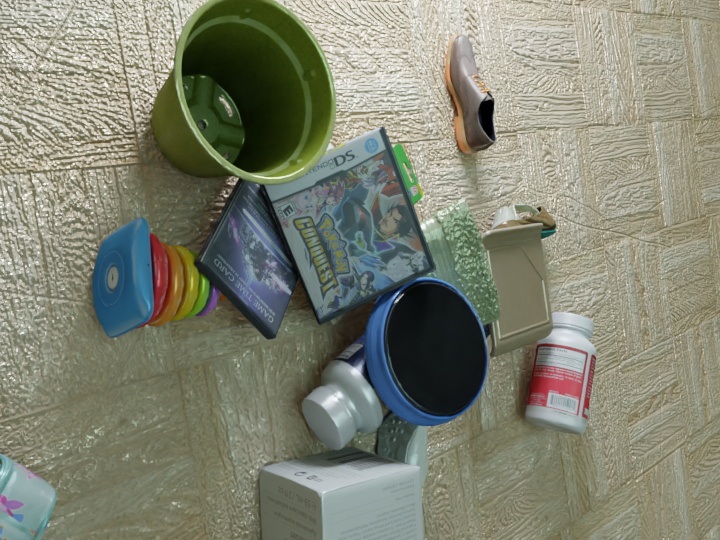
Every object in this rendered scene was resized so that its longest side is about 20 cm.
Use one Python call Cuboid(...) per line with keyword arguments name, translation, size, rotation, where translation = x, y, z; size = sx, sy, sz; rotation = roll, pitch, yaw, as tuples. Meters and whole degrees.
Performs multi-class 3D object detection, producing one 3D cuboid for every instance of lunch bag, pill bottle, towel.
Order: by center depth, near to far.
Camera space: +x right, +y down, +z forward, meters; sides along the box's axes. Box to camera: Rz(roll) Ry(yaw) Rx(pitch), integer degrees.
Cuboid(name="lunch bag", translation=(-0.380, 0.267, 0.589), size=(0.077, 0.158, 0.203), rotation=(48, 56, -29))
Cuboid(name="pill bottle", translation=(0.013, 0.156, 0.924), size=(0.199, 0.110, 0.113), rotation=(-37, 109, -33))
Cuboid(name="towel", translation=(0.132, 0.010, 0.978), size=(0.145, 0.036, 0.205), rotation=(-25, 109, -11))
Cuboid(name="pill bottle", translation=(0.375, 0.189, 1.201), size=(0.110, 0.111, 0.206), rotation=(24, 73, -33))

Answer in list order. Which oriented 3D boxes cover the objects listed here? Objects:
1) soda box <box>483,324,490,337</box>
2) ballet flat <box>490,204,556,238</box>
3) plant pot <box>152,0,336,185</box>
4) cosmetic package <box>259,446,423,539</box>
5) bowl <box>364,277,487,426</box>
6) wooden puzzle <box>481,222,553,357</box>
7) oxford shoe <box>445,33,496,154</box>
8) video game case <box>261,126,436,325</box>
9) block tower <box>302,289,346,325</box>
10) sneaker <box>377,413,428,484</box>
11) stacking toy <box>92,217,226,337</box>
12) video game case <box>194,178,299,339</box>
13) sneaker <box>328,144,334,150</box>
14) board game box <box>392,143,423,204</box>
Cuboid(name="soda box", translation=(0.166, 0.012, 1.080), size=(0.068, 0.063, 0.204), rotation=(-36, 109, -35))
Cuboid(name="ballet flat", translation=(0.285, -0.084, 1.185), size=(0.196, 0.068, 0.074), rotation=(-16, 77, -37))
Cuboid(name="plant pot", translation=(-0.157, -0.190, 0.768), size=(0.196, 0.182, 0.208), rotation=(3, 85, -37))
Cuboid(name="cosmetic package", translation=(-0.024, 0.359, 0.850), size=(0.161, 0.163, 0.208), rotation=(-1, 87, -36))
Cuboid(name="bowl", translation=(0.097, 0.109, 0.898), size=(0.195, 0.039, 0.208), rotation=(9, 72, -29))
Cuboid(name="wooden puzzle", translation=(0.262, 0.029, 1.102), size=(0.181, 0.037, 0.208), rotation=(-9, 96, -43))
Cuboid(name="oxford shoe", translation=(0.198, -0.309, 1.117), size=(0.070, 0.072, 0.207), rotation=(-15, 96, -36))
Cuboid(name="video game case", translation=(-0.013, -0.058, 0.859), size=(0.176, 0.025, 0.205), rotation=(-24, 101, -5))
Cuboid(name="block tower", translation=(0.000, 0.000, 0.959), size=(0.199, 0.057, 0.055), rotation=(-40, 110, -34))
Cuboid(name="sneaker", translation=(0.074, 0.264, 0.999), size=(0.079, 0.075, 0.207), rotation=(21, 79, -46))
Cuboid(name="stacking toy", translation=(-0.208, 0.016, 0.780), size=(0.197, 0.108, 0.120), rotation=(7, 69, -48))
Cuboid(name="video game case", translation=(-0.125, -0.037, 0.837), size=(0.144, 0.019, 0.204), rotation=(51, 41, -33))
Cuboid(name="sneaker", translation=(-0.018, -0.124, 0.927), size=(0.115, 0.075, 0.204), rotation=(-42, 106, -47))
Cuboid(name="board game box", translation=(0.013, -0.111, 0.991), size=(0.198, 0.030, 0.098), rotation=(-36, 106, -30))
